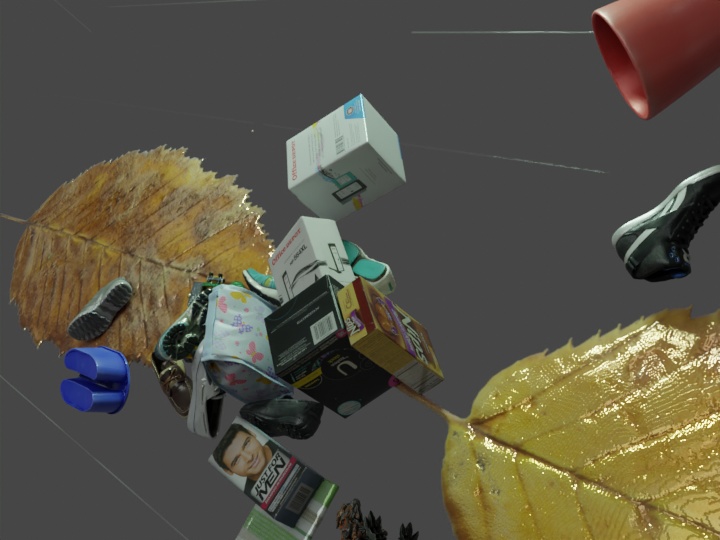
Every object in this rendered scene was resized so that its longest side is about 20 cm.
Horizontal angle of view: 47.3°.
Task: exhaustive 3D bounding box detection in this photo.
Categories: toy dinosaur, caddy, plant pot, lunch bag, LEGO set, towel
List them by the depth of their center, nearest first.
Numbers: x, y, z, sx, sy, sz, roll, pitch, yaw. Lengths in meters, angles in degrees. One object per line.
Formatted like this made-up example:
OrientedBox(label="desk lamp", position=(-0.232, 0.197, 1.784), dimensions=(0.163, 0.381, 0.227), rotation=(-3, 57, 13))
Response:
OrientedBox(label="toy dinosaur", position=(0.015, 0.437, 1.242), dimensions=(0.136, 0.102, 0.201), rotation=(-45, 58, 28))
OrientedBox(label="plant pot", position=(0.495, -0.372, 1.320), dimensions=(0.176, 0.201, 0.202), rotation=(-28, 45, 11))
OrientedBox(label="towel", position=(-0.129, 0.431, 1.401), dimensions=(0.148, 0.031, 0.201), rotation=(19, 72, 44))
OrientedBox(label="lunch bag", position=(-0.222, 0.141, 1.554), dimensions=(0.126, 0.200, 0.171), rotation=(-23, 49, 26))
OrientedBox(label="LEGO set", position=(-0.306, 0.119, 1.738), dimensions=(0.152, 0.116, 0.202), rotation=(-1, 60, 5))
OrientedBox(label="caddy", position=(-0.597, 0.249, 1.877), dimensions=(0.199, 0.104, 0.143), rotation=(10, 90, 44))

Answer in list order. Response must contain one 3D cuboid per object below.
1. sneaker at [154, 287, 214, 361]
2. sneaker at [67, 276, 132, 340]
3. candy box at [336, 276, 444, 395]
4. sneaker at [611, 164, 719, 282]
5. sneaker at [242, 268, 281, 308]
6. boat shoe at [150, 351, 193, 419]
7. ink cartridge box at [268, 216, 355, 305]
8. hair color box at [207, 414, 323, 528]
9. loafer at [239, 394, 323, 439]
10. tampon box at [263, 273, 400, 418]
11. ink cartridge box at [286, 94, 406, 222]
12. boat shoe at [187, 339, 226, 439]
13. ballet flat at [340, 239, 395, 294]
OrientedBox(label="sneaker", position=(-0.337, 0.105, 1.637), dimensions=(0.086, 0.078, 0.200), rotation=(-22, 17, 49))
OrientedBox(label="sneaker", position=(-0.651, 0.097, 2.067), dimensions=(0.200, 0.075, 0.082), rotation=(-41, 28, 1))
OrientedBox(label="candy box", position=(0.050, 0.108, 1.340), dimensions=(0.056, 0.200, 0.117), rotation=(-34, 44, 17))
OrientedBox(label="sneaker", position=(0.474, -0.054, 1.194), dimensions=(0.199, 0.073, 0.113), rotation=(-39, 45, 25))
OrientedBox(label="sneaker", position=(-0.171, 0.040, 1.694), dimensions=(0.080, 0.078, 0.199), rotation=(-43, 43, -22))
OrientedBox(label="boat shoe", position=(-0.396, 0.235, 1.732), dimensions=(0.072, 0.072, 0.200), rotation=(-45, 42, 5))
OrientedBox(label="ink cartridge box", position=(-0.087, 0.022, 1.545), dimensions=(0.146, 0.084, 0.202), rotation=(-47, 51, 38))
OrientedBox(label="hair color box", position=(-0.167, 0.344, 1.420), dimensions=(0.199, 0.061, 0.100), rotation=(25, 76, 42))
OrientedBox(label="loafer", position=(-0.144, 0.264, 1.505), dimensions=(0.199, 0.068, 0.071), rotation=(-4, 38, 44))
OrientedBox(label="tampon box", position=(-0.039, 0.133, 1.400), dimensions=(0.149, 0.200, 0.127), rotation=(-35, 44, 17))
OrientedBox(label="ink cartridge box", position=(-0.033, -0.224, 1.689), dimensions=(0.199, 0.146, 0.148), rotation=(-27, 47, 24))
OrientedBox(label="boat shoe", position=(-0.289, 0.231, 1.611), dimensions=(0.065, 0.073, 0.203), rotation=(16, 107, 31))
OrientedBox(label="ballet flat", position=(0.000, 0.000, 1.563), dimensions=(0.070, 0.069, 0.199), rotation=(-54, 38, -5))
